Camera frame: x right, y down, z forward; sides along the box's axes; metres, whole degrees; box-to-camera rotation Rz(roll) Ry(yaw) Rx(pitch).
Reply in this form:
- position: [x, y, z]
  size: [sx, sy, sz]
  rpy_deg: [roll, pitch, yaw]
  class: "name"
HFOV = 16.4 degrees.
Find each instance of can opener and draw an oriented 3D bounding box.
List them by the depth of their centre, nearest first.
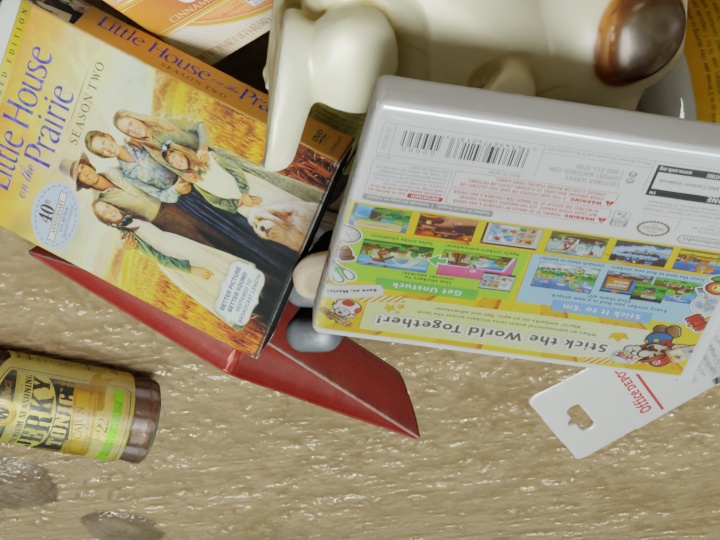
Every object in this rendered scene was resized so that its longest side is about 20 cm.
- position: [0.000, 0.000, 1.474]
  size: [0.066, 0.200, 0.053]
  rpy_deg: [1, 103, 14]
  class: "can opener"

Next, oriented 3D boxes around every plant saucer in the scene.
- position: [-0.080, 0.032, 1.573]
  size: [0.200, 0.037, 0.200]
  rpy_deg: [15, 166, 47]
  class: "plant saucer"

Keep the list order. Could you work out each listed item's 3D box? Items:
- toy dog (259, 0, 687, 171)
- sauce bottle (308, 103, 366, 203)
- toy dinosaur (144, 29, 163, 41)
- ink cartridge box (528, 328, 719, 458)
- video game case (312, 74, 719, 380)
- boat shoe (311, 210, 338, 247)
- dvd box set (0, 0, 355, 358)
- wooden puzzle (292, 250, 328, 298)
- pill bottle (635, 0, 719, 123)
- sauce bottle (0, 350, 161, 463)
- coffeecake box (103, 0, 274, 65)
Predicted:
- position: [0.060, -0.129, 1.221]
  size: [0.200, 0.140, 0.194]
  rpy_deg: [8, 109, -7]
  class: "toy dog"
- position: [-0.025, -0.079, 1.365]
  size: [0.065, 0.065, 0.200]
  rpy_deg: [19, 119, -28]
  class: "sauce bottle"
- position: [-0.146, -0.067, 1.416]
  size: [0.200, 0.106, 0.060]
  rpy_deg: [-47, 156, 11]
  class: "toy dinosaur"
- position: [0.194, 0.028, 1.566]
  size: [0.200, 0.068, 0.116]
  rpy_deg: [-30, 148, 7]
  class: "ink cartridge box"
- position: [0.089, -0.016, 1.205]
  size: [0.200, 0.023, 0.182]
  rpy_deg: [7, 143, -7]
  class: "video game case"
- position: [-0.036, -0.004, 1.566]
  size: [0.072, 0.069, 0.200]
  rpy_deg: [-25, 140, 29]
  class: "boat shoe"
- position: [-0.117, -0.055, 1.345]
  size: [0.200, 0.029, 0.146]
  rpy_deg: [28, 126, 4]
  class: "dvd box set"
- position: [0.093, -0.012, 1.334]
  size: [0.200, 0.046, 0.185]
  rpy_deg: [-17, 174, 39]
  class: "wooden puzzle"
- position: [0.190, -0.119, 1.334]
  size: [0.200, 0.113, 0.113]
  rpy_deg: [-16, 146, -8]
  class: "pill bottle"
- position: [-0.237, 0.087, 1.691]
  size: [0.200, 0.065, 0.065]
  rpy_deg: [10, 144, -19]
  class: "sauce bottle"
- position: [-0.093, -0.206, 1.262]
  size: [0.153, 0.073, 0.200]
  rpy_deg: [-27, 138, 32]
  class: "coffeecake box"
